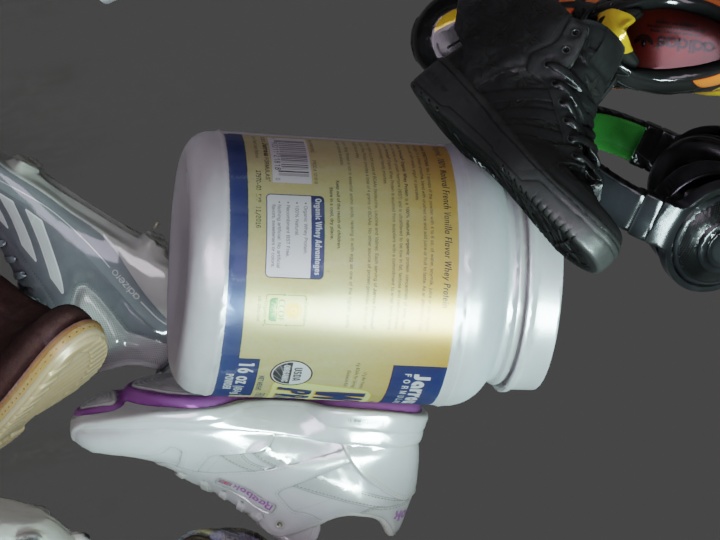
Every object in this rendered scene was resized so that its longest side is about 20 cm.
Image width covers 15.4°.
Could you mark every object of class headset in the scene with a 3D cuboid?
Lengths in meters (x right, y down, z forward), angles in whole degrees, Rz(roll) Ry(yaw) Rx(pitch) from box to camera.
[{"bbox_3d":[0.185,-0.022,1.447,0.200,0.124,0.094,23,112,-3],"label":"headset"}]

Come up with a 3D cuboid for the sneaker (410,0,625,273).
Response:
[{"bbox_3d":[0.100,-0.091,1.381,0.104,0.060,0.200,-39,50,-4],"label":"sneaker"}]

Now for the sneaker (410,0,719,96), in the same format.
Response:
[{"bbox_3d":[0.124,-0.132,1.464,0.200,0.090,0.070,3,90,8],"label":"sneaker"}]

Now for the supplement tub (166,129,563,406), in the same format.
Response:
[{"bbox_3d":[0.000,0.000,1.439,0.200,0.144,0.145,3,90,-9],"label":"supplement tub"}]

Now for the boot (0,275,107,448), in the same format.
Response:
[{"bbox_3d":[-0.227,0.013,1.471,0.072,0.200,0.167,-33,88,-31],"label":"boot"}]

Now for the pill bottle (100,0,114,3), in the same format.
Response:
[{"bbox_3d":[-0.070,-0.225,1.482,0.200,0.112,0.113,-25,86,7],"label":"pill bottle"}]

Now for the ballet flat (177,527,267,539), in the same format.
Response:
[{"bbox_3d":[-0.021,0.213,1.489,0.200,0.072,0.072,41,95,19],"label":"ballet flat"}]

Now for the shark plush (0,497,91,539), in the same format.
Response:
[{"bbox_3d":[-0.202,0.173,1.543,0.200,0.091,0.083,6,111,-12],"label":"shark plush"}]

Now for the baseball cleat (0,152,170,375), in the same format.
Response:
[{"bbox_3d":[-0.187,-0.008,1.520,0.200,0.070,0.107,31,94,8],"label":"baseball cleat"}]

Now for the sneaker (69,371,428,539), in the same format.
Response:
[{"bbox_3d":[-0.064,0.109,1.490,0.200,0.075,0.100,4,103,0],"label":"sneaker"}]
